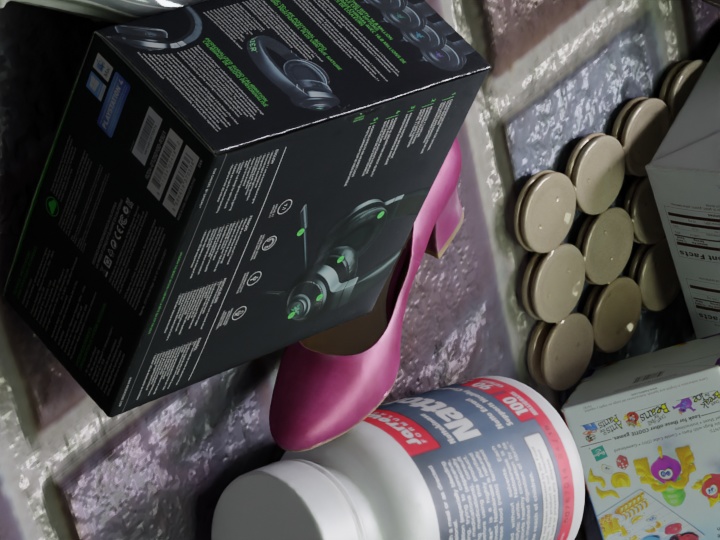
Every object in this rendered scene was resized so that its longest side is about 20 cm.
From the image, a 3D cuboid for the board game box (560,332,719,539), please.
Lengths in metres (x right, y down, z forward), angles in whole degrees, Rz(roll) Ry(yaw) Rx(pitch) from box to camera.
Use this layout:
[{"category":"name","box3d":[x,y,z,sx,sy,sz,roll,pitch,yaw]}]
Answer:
[{"category":"board game box","box3d":[0.209,0.153,1.557,0.103,0.104,0.201,-37,110,-71]}]

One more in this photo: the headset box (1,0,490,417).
[{"category":"headset box","box3d":[-0.050,-0.045,1.221,0.199,0.093,0.175,-21,148,-42]}]

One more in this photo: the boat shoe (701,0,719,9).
[{"category":"boat shoe","box3d":[0.290,-0.163,1.536,0.067,0.199,0.057,-56,143,-50]}]

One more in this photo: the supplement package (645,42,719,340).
[{"category":"supplement package","box3d":[0.301,-0.046,1.605,0.192,0.146,0.201,-56,139,-35]}]

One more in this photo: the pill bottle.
[{"category":"pill bottle","box3d":[0.020,0.134,1.398,0.199,0.119,0.120,-13,114,-46]}]

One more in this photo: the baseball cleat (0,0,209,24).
[{"category":"baseball cleat","box3d":[-0.122,-0.161,1.166,0.199,0.070,0.107,3,102,-50]}]

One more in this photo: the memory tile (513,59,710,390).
[{"category":"memory tile","box3d":[0.165,-0.029,1.582,0.200,0.017,0.154,-37,129,-35]}]

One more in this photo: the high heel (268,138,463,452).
[{"category":"high heel","box3d":[0.000,0.000,1.359,0.200,0.067,0.096,-53,147,-28]}]
